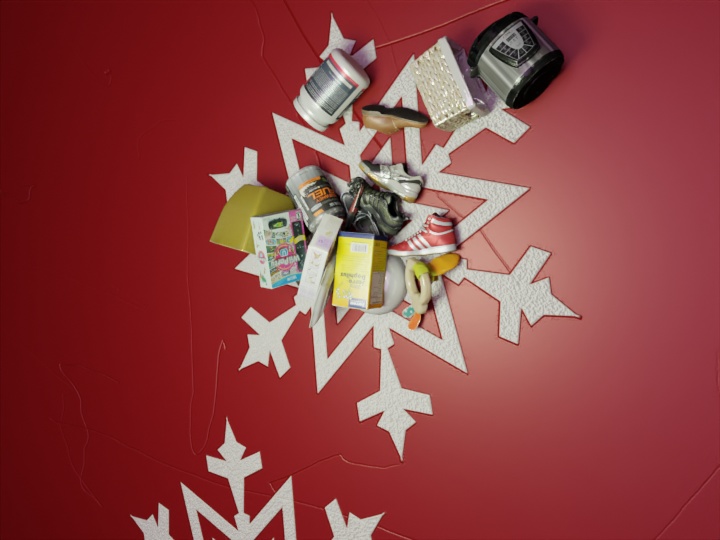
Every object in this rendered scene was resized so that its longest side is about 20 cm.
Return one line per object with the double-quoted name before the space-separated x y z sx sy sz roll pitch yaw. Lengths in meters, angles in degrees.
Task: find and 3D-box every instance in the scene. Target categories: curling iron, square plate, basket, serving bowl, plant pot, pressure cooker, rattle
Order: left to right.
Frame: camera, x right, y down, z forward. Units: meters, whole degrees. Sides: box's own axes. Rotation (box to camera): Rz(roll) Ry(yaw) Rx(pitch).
"plant pot" -0.302 -0.147 1.749 0.193 0.194 0.202 15 88 45
"square plate" -0.091 0.035 1.636 0.028 0.199 0.201 20 138 1
"curling iron" -0.031 -0.170 1.633 0.049 0.026 0.202 7 119 -14
"serving bowl" 0.035 0.031 1.671 0.198 0.066 0.203 2 94 26
"rattle" 0.193 0.056 1.613 0.130 0.142 0.202 21 125 49
"basket" 0.230 -0.475 1.506 0.123 0.135 0.202 -25 82 30
"pressure cooker" 0.367 -0.518 1.409 0.201 0.175 0.179 53 140 15

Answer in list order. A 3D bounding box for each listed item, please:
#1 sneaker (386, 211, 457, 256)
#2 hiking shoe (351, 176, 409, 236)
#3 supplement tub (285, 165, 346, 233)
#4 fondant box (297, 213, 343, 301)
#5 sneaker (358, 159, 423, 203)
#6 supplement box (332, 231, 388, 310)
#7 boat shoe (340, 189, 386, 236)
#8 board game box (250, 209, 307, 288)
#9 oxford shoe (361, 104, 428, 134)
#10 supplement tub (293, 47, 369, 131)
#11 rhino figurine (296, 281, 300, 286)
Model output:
"sneaker" 0.163 -0.098 1.594 0.198 0.071 0.114 -5 95 19
"hiking shoe" 0.059 -0.199 1.630 0.200 0.076 0.101 50 131 5
"supplement tub" -0.126 -0.196 1.707 0.122 0.122 0.201 -36 77 24
"fondant box" -0.112 -0.035 1.602 0.058 0.145 0.201 19 136 2
"sneaker" 0.089 -0.270 1.632 0.199 0.076 0.088 33 92 18
"supplement box" 0.000 0.000 1.588 0.108 0.109 0.203 6 91 23
"boat shoe" 0.001 -0.153 1.675 0.072 0.068 0.201 -39 76 23
"board game box" -0.227 -0.064 1.662 0.064 0.147 0.203 6 107 46
"oxford shoe" 0.098 -0.415 1.623 0.198 0.071 0.072 15 128 25
"supplement tub" -0.083 -0.514 1.656 0.200 0.140 0.141 -42 75 22
"rhino figurine" -0.133 -0.023 1.757 0.200 0.060 0.088 -40 79 21
